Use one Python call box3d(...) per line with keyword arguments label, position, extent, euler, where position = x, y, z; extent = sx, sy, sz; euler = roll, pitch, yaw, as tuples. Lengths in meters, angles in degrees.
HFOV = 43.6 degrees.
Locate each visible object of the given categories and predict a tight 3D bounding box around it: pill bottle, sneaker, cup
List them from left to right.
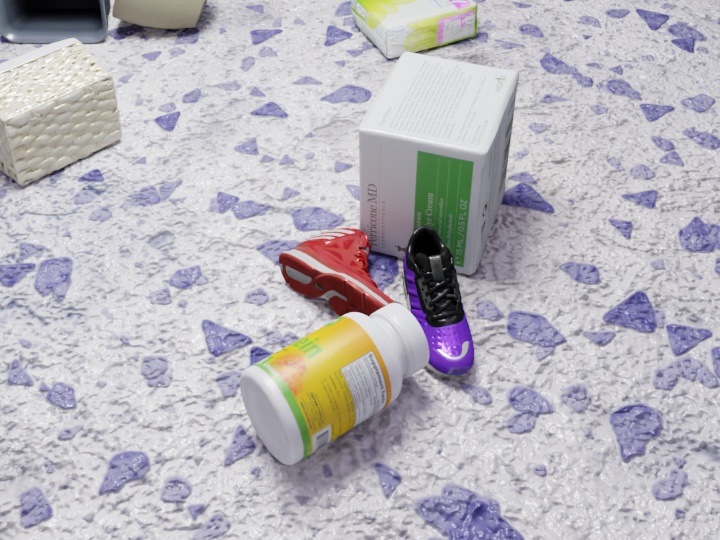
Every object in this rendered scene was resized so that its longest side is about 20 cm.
box3d(label="cup", position=(-0.344, -0.520, 1.628), extent=(0.141, 0.201, 0.202), euler=(24, 42, -13))
box3d(label="pill bottle", position=(-0.024, 0.115, 0.989), extent=(0.198, 0.113, 0.111), euler=(-28, 49, -27))
box3d(label="sneaker", position=(0.000, 0.000, 1.139), extent=(0.198, 0.079, 0.115), euler=(31, 52, 27))
box3d(label="sneaker", position=(0.089, 0.028, 1.086), extent=(0.068, 0.101, 0.202), euler=(-8, 49, -9))

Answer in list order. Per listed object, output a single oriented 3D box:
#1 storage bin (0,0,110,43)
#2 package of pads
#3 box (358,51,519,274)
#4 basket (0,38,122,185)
box3d(label="storage bin", position=(-0.551, -0.507, 1.641), extent=(0.195, 0.148, 0.135), euler=(-1, 32, -1))
box3d(label="package of pads", position=(0.100, -0.463, 1.637), extent=(0.197, 0.069, 0.155), euler=(-18, 45, -18))
box3d(label="box", position=(0.103, -0.146, 1.203), extent=(0.168, 0.202, 0.201), euler=(14, 45, 15))
box3d(label="basket", position=(-0.469, -0.235, 1.347), extent=(0.198, 0.137, 0.123), euler=(-33, 56, -31))
